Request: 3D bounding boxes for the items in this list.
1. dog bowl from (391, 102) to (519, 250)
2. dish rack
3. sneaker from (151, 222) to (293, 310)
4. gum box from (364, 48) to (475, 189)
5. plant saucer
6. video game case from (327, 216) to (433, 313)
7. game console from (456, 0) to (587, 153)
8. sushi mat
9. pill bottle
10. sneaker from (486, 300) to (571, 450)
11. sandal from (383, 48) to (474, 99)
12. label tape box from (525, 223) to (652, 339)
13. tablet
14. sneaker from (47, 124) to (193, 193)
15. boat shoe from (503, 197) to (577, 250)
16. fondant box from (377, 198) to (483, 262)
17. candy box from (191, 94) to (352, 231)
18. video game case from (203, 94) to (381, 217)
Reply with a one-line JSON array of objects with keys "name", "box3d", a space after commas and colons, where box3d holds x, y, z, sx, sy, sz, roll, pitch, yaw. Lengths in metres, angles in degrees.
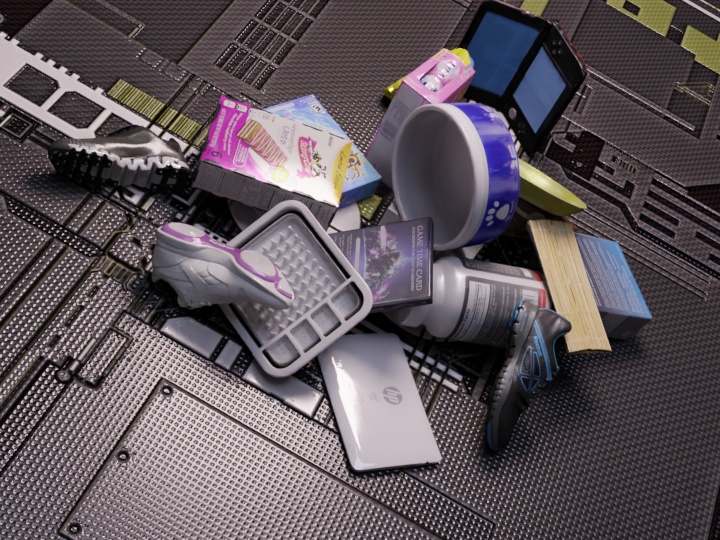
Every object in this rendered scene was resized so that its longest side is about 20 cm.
[{"name": "dog bowl", "box3d": [0.129, -0.131, 1.692, 0.079, 0.200, 0.201, -8, 57, -31]}, {"name": "dish rack", "box3d": [-0.093, 0.026, 1.604, 0.171, 0.044, 0.200, -38, 70, 1]}, {"name": "sneaker", "box3d": [-0.179, 0.014, 1.579, 0.199, 0.100, 0.075, 24, 19, 12]}, {"name": "gum box", "box3d": [0.086, -0.228, 1.826, 0.066, 0.200, 0.113, 39, 50, 9]}, {"name": "plant saucer", "box3d": [0.234, -0.131, 1.774, 0.199, 0.031, 0.200, 29, 15, -8]}, {"name": "video game case", "box3d": [0.000, 0.000, 1.651, 0.199, 0.019, 0.143, -8, 49, 14]}, {"name": "game console", "box3d": [0.242, -0.307, 1.964, 0.118, 0.200, 0.173, -8, 58, -29]}, {"name": "sushi mat", "box3d": [0.289, 0.022, 1.703, 0.095, 0.012, 0.201, 3, 64, -40]}, {"name": "pill bottle", "box3d": [0.153, 0.042, 1.698, 0.199, 0.116, 0.116, 10, 50, -17]}, {"name": "sneaker", "box3d": [0.219, 0.144, 1.617, 0.082, 0.073, 0.201, 17, 88, 1]}, {"name": "sandal", "box3d": [0.119, -0.283, 1.913, 0.079, 0.200, 0.087, -32, 95, -27]}, {"name": "label tape box", "box3d": [0.319, 0.018, 1.802, 0.199, 0.066, 0.144, 8, 50, -35]}, {"name": "tablet", "box3d": [0.021, 0.168, 1.605, 0.130, 0.014, 0.201, -1, 55, -26]}, {"name": "sneaker", "box3d": [-0.329, -0.160, 1.677, 0.199, 0.067, 0.091, 7, 48, -25]}, {"name": "boat shoe", "box3d": [0.257, -0.068, 1.850, 0.075, 0.075, 0.202, 47, 17, 32]}, {"name": "fondant box", "box3d": [0.133, -0.089, 1.835, 0.144, 0.058, 0.200, 35, 46, 5]}, {"name": "candy box", "box3d": [-0.120, -0.149, 1.703, 0.199, 0.061, 0.137, 18, 49, -10]}, {"name": "video game case", "box3d": [-0.097, -0.161, 1.795, 0.200, 0.045, 0.181, -24, 67, -37]}]
